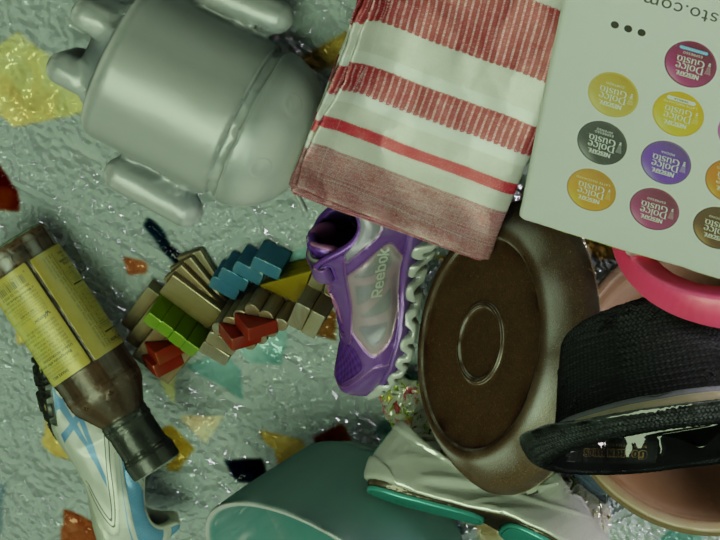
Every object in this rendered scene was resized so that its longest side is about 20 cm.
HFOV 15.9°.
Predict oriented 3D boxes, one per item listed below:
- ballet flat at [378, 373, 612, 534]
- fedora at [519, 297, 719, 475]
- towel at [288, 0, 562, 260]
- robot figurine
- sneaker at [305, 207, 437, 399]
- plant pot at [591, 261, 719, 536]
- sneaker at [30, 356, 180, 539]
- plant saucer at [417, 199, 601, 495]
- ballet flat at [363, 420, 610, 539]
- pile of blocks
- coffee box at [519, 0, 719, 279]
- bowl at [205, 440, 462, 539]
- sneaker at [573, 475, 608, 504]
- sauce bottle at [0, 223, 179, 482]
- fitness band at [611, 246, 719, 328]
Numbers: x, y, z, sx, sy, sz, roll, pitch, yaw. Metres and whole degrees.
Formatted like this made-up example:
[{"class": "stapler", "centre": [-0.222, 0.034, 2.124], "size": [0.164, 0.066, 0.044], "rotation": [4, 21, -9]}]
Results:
[{"class": "ballet flat", "centre": [0.091, 0.146, 1.864], "size": [0.200, 0.064, 0.076], "rotation": [31, 149, -1]}, {"class": "fedora", "centre": [0.194, 0.066, 1.591], "size": [0.200, 0.200, 0.092], "rotation": [-14, 74, 29]}, {"class": "towel", "centre": [0.052, -0.116, 1.677], "size": [0.144, 0.023, 0.200], "rotation": [19, 109, -8]}, {"class": "robot figurine", "centre": [-0.109, -0.116, 1.737], "size": [0.200, 0.113, 0.170], "rotation": [28, 105, 2]}, {"class": "sneaker", "centre": [0.000, 0.000, 1.780], "size": [0.088, 0.081, 0.200], "rotation": [0, 125, -20]}, {"class": "plant pot", "centre": [0.234, 0.083, 1.726], "size": [0.200, 0.201, 0.093], "rotation": [19, 167, 9]}, {"class": "sneaker", "centre": [-0.198, 0.126, 1.978], "size": [0.072, 0.072, 0.200], "rotation": [-25, 108, -10]}, {"class": "plant saucer", "centre": [0.091, 0.050, 1.733], "size": [0.032, 0.200, 0.200], "rotation": [8, 135, -30]}, {"class": "ballet flat", "centre": [0.102, 0.158, 1.813], "size": [0.200, 0.069, 0.070], "rotation": [21, 128, -3]}, {"class": "pile of blocks", "centre": [-0.099, 0.029, 1.866], "size": [0.200, 0.062, 0.082], "rotation": [-21, 113, 31]}, {"class": "coffee box", "centre": [0.229, -0.130, 1.540], "size": [0.199, 0.200, 0.198], "rotation": [17, 128, 10]}, {"class": "bowl", "centre": [-0.003, 0.201, 1.897], "size": [0.201, 0.105, 0.201], "rotation": [27, 149, 18]}, {"class": "sneaker", "centre": [0.151, 0.117, 1.823], "size": [0.200, 0.075, 0.085], "rotation": [19, 134, 13]}, {"class": "sauce bottle", "centre": [-0.205, 0.063, 1.900], "size": [0.065, 0.065, 0.200], "rotation": [-31, 91, 35]}, {"class": "fitness band", "centre": [0.227, -0.034, 1.608], "size": [0.143, 0.200, 0.037], "rotation": [4, 126, -5]}]
